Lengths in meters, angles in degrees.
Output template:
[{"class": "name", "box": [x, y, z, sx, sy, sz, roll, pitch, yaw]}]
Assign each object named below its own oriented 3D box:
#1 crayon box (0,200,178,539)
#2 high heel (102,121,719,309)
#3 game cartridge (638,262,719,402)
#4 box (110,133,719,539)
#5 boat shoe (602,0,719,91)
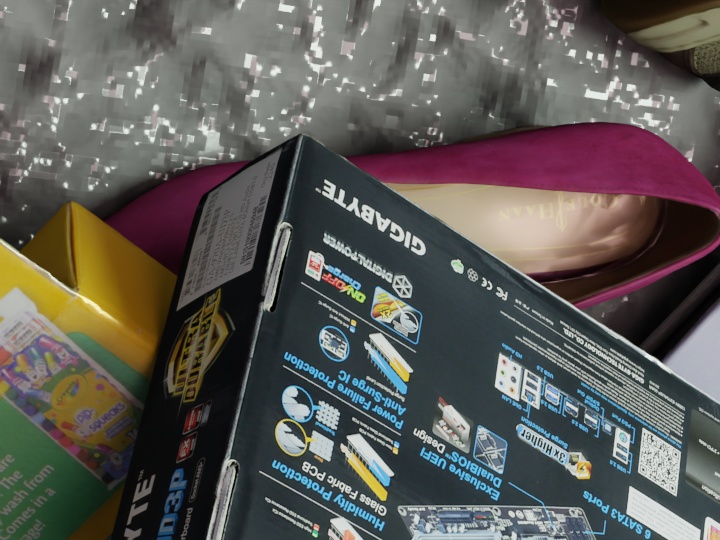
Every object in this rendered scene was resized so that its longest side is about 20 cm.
[{"class": "crayon box", "box": [-0.067, 0.070, 0.759, 0.200, 0.052, 0.126, 38, 110, -26]}, {"class": "high heel", "box": [0.000, 0.000, 0.773, 0.200, 0.096, 0.067, -23, 108, -18]}, {"class": "game cartridge", "box": [0.163, 0.033, 0.854, 0.130, 0.038, 0.200, 41, 98, -15]}, {"class": "box", "box": [0.033, 0.080, 0.715, 0.200, 0.046, 0.159, 32, 49, -26]}, {"class": "boat shoe", "box": [0.161, -0.089, 0.781, 0.065, 0.200, 0.073, 36, 64, -36]}]
